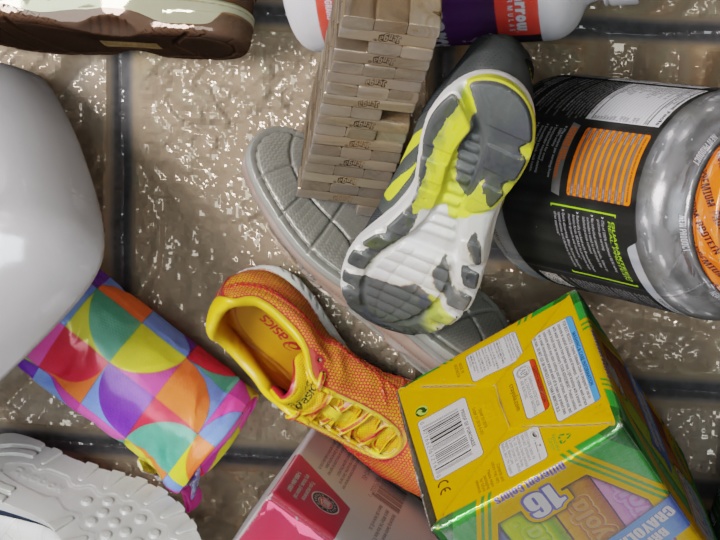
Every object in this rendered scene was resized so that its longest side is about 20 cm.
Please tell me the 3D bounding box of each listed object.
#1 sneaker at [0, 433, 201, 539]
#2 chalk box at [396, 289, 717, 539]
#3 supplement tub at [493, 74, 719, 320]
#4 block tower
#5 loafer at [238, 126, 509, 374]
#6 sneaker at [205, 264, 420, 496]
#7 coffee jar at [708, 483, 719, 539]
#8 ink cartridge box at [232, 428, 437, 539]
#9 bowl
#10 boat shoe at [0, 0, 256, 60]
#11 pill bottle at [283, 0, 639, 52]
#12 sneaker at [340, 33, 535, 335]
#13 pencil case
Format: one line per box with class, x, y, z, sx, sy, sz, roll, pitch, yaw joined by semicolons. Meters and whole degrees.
sneaker;-0.166;0.172;1.260;0.199;0.076;0.081;25;133;34
chalk box;0.128;0.138;1.170;0.123;0.125;0.200;-30;126;11
supplement tub;0.165;-0.041;1.115;0.122;0.199;0.124;-6;102;-31
block tower;0.003;-0.106;1.133;0.057;0.201;0.054;7;59;-5
loafer;0.000;0.000;1.230;0.200;0.072;0.063;42;145;0
sneaker;-0.014;0.081;1.237;0.199;0.077;0.073;36;120;2
coffee jar;0.244;0.175;1.215;0.104;0.085;0.201;24;103;2
ink cartridge box;0.019;0.200;1.225;0.199;0.145;0.085;36;106;1
bowl;-0.253;-0.020;1.199;0.200;0.200;0.075;-41;137;15
boat shoe;-0.157;-0.172;1.225;0.200;0.075;0.076;6;79;9
pill bottle;0.057;-0.184;1.158;0.198;0.112;0.114;-2;101;10
sneaker;0.052;-0.045;1.130;0.074;0.085;0.201;27;132;-4
pencil case;-0.158;0.057;1.258;0.200;0.088;0.089;40;104;1
